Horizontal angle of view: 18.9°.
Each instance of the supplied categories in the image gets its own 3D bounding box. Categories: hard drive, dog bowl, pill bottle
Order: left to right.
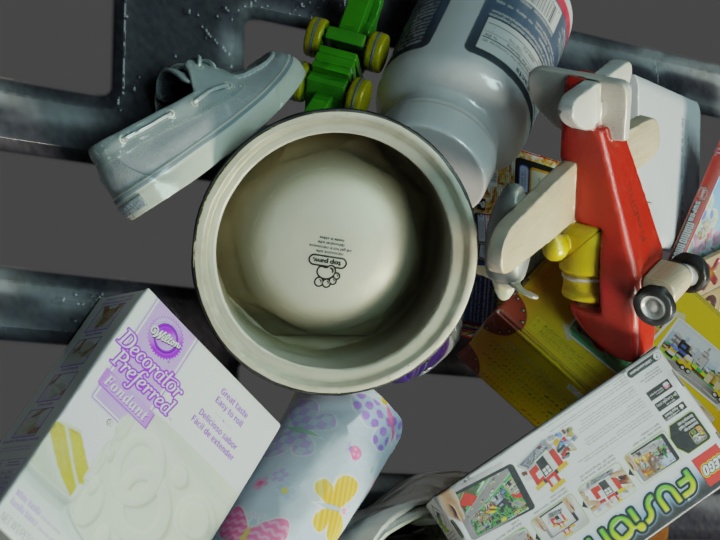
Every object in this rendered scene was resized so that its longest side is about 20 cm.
[{"bbox_3d":[-0.021,-0.018,1.518,0.199,0.074,0.201,-2,101,-8],"label":"dog bowl"},{"bbox_3d":[0.078,-0.140,1.623,0.120,0.119,0.200,50,44,-26],"label":"pill bottle"},{"bbox_3d":[0.245,-0.084,1.794,0.200,0.025,0.133,5,85,-67],"label":"hard drive"}]

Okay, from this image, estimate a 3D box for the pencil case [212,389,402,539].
[{"bbox_3d":[-0.050,0.162,1.515,0.200,0.090,0.083,-54,129,-33],"label":"pencil case"}]

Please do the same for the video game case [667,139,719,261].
[{"bbox_3d":[0.307,-0.007,1.851,0.143,0.017,0.201,33,79,-51],"label":"video game case"}]

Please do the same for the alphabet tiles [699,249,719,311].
[{"bbox_3d":[0.252,0.076,1.801,0.200,0.008,0.168,-23,127,-38],"label":"alphabet tiles"}]

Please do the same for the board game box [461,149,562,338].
[{"bbox_3d":[0.141,-0.013,1.737,0.200,0.046,0.152,14,75,-40],"label":"board game box"}]

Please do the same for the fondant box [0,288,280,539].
[{"bbox_3d":[-0.159,0.133,1.435,0.144,0.058,0.200,48,54,-24],"label":"fondant box"}]

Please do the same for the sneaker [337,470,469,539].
[{"bbox_3d":[0.052,0.193,1.588,0.200,0.115,0.074,-17,95,-43],"label":"sneaker"}]

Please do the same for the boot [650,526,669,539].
[{"bbox_3d":[0.203,0.216,1.687,0.200,0.068,0.189,-70,164,-52],"label":"boot"}]

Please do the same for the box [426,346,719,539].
[{"bbox_3d":[0.158,0.153,1.524,0.200,0.035,0.110,-32,81,-15],"label":"box"}]

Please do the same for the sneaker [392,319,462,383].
[{"bbox_3d":[0.000,0.000,1.592,0.083,0.081,0.200,-44,111,-23],"label":"sneaker"}]

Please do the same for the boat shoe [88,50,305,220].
[{"bbox_3d":[-0.112,-0.113,1.502,0.072,0.070,0.201,55,47,-10],"label":"boat shoe"}]

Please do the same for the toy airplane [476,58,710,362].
[{"bbox_3d":[0.153,-0.053,1.556,0.200,0.141,0.200,32,58,-45],"label":"toy airplane"}]

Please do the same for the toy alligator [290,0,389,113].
[{"bbox_3d":[-0.007,-0.168,1.620,0.054,0.059,0.201,84,24,-63],"label":"toy alligator"}]

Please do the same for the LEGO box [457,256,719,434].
[{"bbox_3d":[0.198,0.071,1.635,0.200,0.077,0.149,42,52,6],"label":"LEGO box"}]
